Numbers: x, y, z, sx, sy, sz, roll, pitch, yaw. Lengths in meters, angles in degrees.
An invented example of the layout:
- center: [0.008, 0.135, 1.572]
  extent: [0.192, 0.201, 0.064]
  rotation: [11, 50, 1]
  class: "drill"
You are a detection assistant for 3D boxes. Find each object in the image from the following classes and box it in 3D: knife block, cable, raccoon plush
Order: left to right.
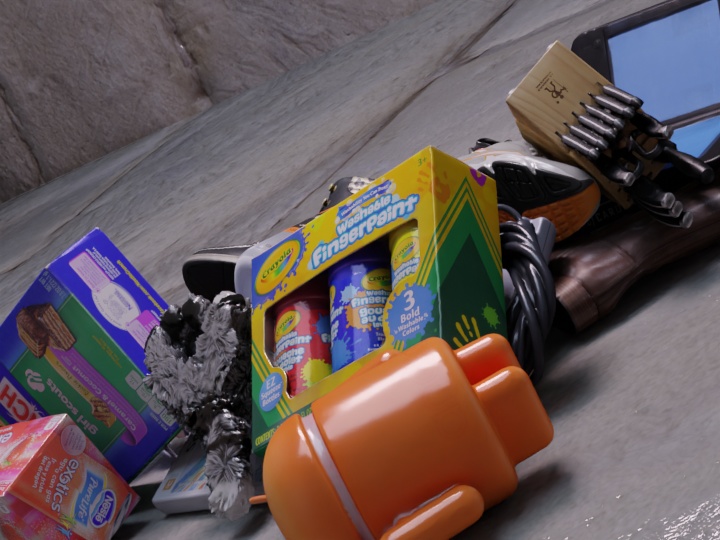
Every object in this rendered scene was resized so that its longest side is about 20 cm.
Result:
- center: [-0.095, 0.106, 1.681]
  extent: [0.096, 0.202, 0.134]
  rotation: [-13, -19, 29]
  class: "raccoon plush"
- center: [0.072, 0.058, 1.563]
  extent: [0.200, 0.051, 0.164]
  rotation: [-50, 38, 19]
  class: "cable"
- center: [0.200, -0.091, 1.673]
  extent: [0.064, 0.175, 0.200]
  rotation: [-48, -13, 0]
  class: "knife block"

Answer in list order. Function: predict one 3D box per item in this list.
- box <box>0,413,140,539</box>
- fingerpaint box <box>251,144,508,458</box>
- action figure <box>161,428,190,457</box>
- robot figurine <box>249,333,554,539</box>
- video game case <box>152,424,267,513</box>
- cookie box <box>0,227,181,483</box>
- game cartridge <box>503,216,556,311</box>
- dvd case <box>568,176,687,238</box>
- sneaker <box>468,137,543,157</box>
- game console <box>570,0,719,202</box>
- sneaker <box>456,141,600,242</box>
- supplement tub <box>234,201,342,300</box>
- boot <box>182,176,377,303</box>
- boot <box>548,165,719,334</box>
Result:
- center: [-0.289, 0.196, 1.784]
  extent: [0.199, 0.103, 0.095]
  rotation: [-14, 32, 49]
  class: "box"
- center: [0.008, 0.032, 1.552]
  extent: [0.199, 0.073, 0.168]
  rotation: [-30, 48, 38]
  class: "fingerpaint box"
- center: [-0.145, 0.088, 1.919]
  extent: [0.199, 0.130, 0.070]
  rotation: [-30, -27, -17]
  class: "action figure"
- center: [0.022, 0.120, 1.385]
  extent: [0.199, 0.145, 0.117]
  rotation: [-29, -16, 0]
  class: "robot figurine"
- center: [-0.066, 0.108, 1.711]
  extent: [0.199, 0.022, 0.183]
  rotation: [-13, 40, 51]
  class: "video game case"
- center: [-0.225, 0.092, 1.800]
  extent: [0.075, 0.171, 0.200]
  rotation: [-39, -5, -44]
  class: "cookie box"
- center: [0.064, 0.039, 1.668]
  extent: [0.199, 0.041, 0.134]
  rotation: [-18, 42, 49]
  class: "game cartridge"
- center: [0.204, -0.065, 1.820]
  extent: [0.199, 0.025, 0.150]
  rotation: [-23, 13, 21]
  class: "dvd case"
- center: [0.120, -0.087, 2.085]
  extent: [0.199, 0.082, 0.077]
  rotation: [-23, 13, 23]
  class: "sneaker"
- center: [0.232, -0.141, 1.743]
  extent: [0.199, 0.178, 0.116]
  rotation: [-16, -15, 40]
  class: "game console"
- center: [0.128, -0.074, 1.713]
  extent: [0.092, 0.076, 0.199]
  rotation: [-35, 23, -30]
  class: "sneaker"
- center: [0.000, 0.000, 1.881]
  extent: [0.199, 0.123, 0.122]
  rotation: [-27, 10, -26]
  class: "supplement tub"
- center: [-0.053, -0.022, 2.041]
  extent: [0.202, 0.074, 0.154]
  rotation: [5, 41, 17]
  class: "boot"
- center: [0.212, -0.032, 1.694]
  extent: [0.199, 0.065, 0.186]
  rotation: [-34, 24, -10]
  class: "boot"
